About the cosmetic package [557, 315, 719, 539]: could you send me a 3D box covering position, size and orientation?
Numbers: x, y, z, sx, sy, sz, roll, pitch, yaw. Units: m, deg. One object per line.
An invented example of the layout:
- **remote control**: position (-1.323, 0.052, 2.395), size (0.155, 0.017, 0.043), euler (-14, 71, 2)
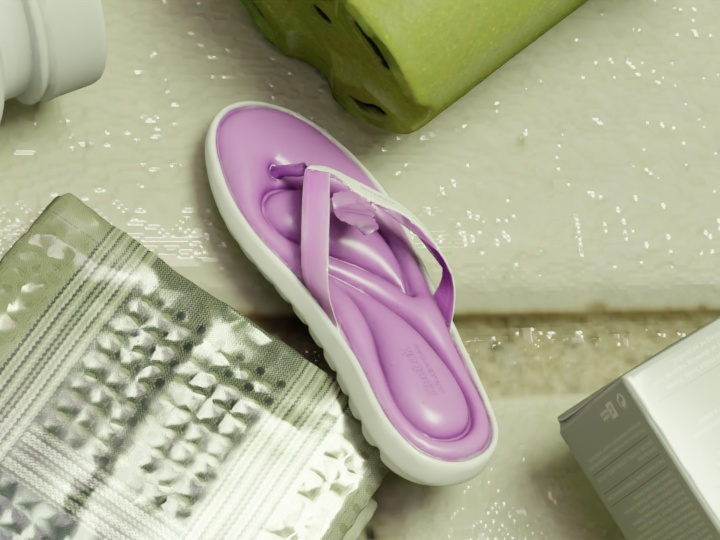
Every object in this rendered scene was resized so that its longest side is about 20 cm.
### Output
- **cosmetic package**: position (0.185, 0.114, 0.988), size (0.107, 0.090, 0.201), euler (-26, 82, -23)

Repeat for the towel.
- **towel**: position (-0.103, 0.093, 0.999), size (0.192, 0.035, 0.200), euler (35, 67, 2)

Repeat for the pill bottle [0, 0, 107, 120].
- **pill bottle**: position (-0.212, -0.090, 0.980), size (0.199, 0.120, 0.120), euler (-21, 77, -22)

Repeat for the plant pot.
- **plant pot**: position (0.040, -0.167, 1.059), size (0.200, 0.200, 0.184), euler (44, 77, 3)

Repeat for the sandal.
- **sandal**: position (0.006, -0.002, 1.033), size (0.082, 0.050, 0.203), euler (-16, 64, -39)
